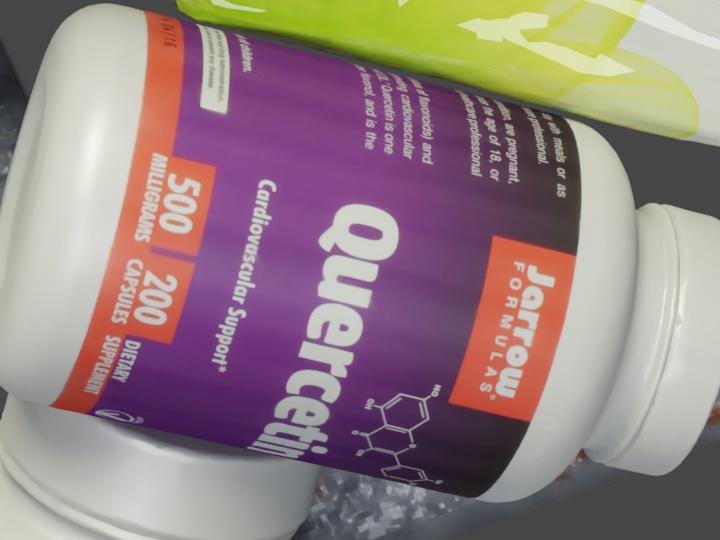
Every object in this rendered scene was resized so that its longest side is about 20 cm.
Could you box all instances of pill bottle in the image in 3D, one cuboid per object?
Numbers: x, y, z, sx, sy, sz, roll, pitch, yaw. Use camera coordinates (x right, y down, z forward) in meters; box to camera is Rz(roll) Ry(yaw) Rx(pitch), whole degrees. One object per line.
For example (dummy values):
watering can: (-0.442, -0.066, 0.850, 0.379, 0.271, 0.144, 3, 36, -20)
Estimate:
pill bottle: (-0.084, 0.122, 0.887, 0.113, 0.114, 0.201, 18, 110, -1)
pill bottle: (0.000, 0.000, 0.816, 0.199, 0.113, 0.113, 13, 110, -13)

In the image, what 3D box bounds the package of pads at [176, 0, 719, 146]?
package of pads: (0.055, -0.123, 0.808, 0.199, 0.068, 0.155, 12, 114, 2)
